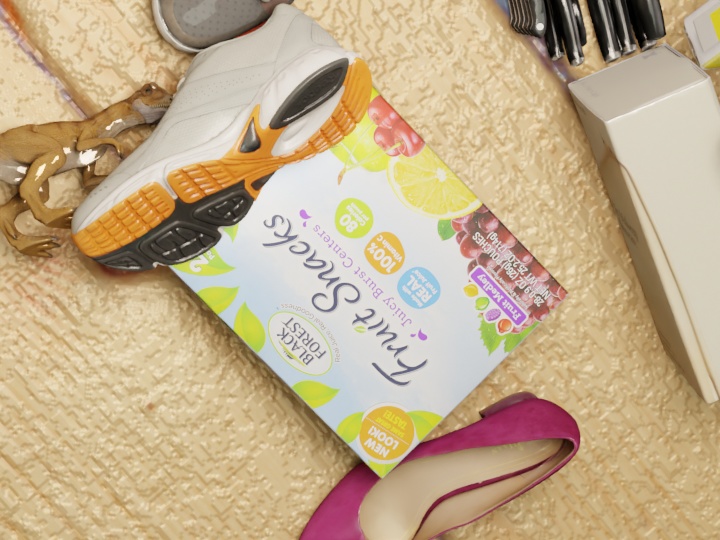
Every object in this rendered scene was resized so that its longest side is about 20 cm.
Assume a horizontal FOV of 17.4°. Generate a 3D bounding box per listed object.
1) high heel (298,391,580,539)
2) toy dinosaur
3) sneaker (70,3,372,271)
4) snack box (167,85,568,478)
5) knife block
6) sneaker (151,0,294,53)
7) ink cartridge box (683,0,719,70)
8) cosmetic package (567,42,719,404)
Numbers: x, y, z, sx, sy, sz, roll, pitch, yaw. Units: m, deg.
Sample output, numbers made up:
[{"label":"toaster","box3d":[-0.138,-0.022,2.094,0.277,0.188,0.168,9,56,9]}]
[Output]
[{"label":"high heel","box3d":[0.046,0.143,1.484,0.200,0.096,0.067,-38,105,-3]},{"label":"toy dinosaur","box3d":[-0.208,-0.066,1.427,0.200,0.060,0.106,-9,67,-10]},{"label":"sneaker","box3d":[-0.092,-0.080,1.399,0.200,0.092,0.076,-34,140,-3]},{"label":"snack box","box3d":[0.000,0.000,1.466,0.169,0.068,0.200,-44,103,-1]},{"label":"knife block","box3d":[0.144,-0.233,1.458,0.175,0.064,0.200,27,93,-15]},{"label":"sneaker","box3d":[-0.039,-0.203,1.415,0.200,0.082,0.077,-37,105,-4]},{"label":"ink cartridge box","box3d":[0.327,-0.188,1.406,0.197,0.200,0.047,-10,77,-33]},{"label":"cosmetic package","box3d":[0.204,-0.030,1.472,0.073,0.104,0.200,-24,109,-1]}]
